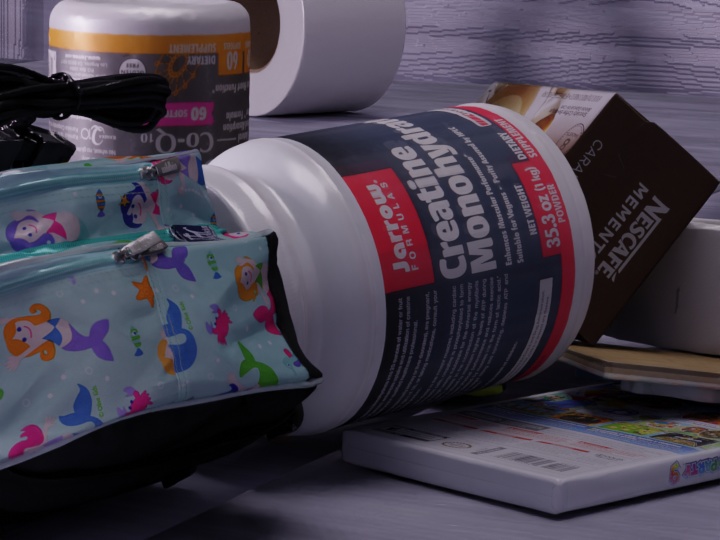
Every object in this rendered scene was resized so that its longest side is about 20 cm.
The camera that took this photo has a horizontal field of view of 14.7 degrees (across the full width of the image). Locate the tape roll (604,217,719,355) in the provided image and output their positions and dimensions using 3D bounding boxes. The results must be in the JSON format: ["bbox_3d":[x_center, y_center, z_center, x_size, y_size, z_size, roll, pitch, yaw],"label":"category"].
[{"bbox_3d":[0.235,0.011,1.566,0.202,0.071,0.202,6,3,0],"label":"tape roll"}]

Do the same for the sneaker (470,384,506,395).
[{"bbox_3d":[0.007,0.027,1.516,0.081,0.074,0.200,-8,9,-22],"label":"sneaker"}]

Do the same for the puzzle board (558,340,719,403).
[{"bbox_3d":[0.198,0.057,1.428,0.199,0.017,0.151,7,2,-12],"label":"puzzle board"}]

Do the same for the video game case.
[{"bbox_3d":[0.111,0.082,1.334,0.200,0.018,0.143,-7,12,-42],"label":"video game case"}]

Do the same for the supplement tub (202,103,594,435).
[{"bbox_3d":[0.000,0.000,1.334,0.200,0.141,0.140,-12,15,-38],"label":"supplement tub"}]

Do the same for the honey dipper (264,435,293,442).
[{"bbox_3d":[-0.079,0.054,1.438,0.038,0.038,0.200,-3,11,-27],"label":"honey dipper"}]

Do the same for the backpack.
[{"bbox_3d":[-0.138,0.036,1.165,0.177,0.151,0.200,-23,-1,41],"label":"backpack"}]

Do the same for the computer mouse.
[{"bbox_3d":[-0.188,-0.039,1.224,0.200,0.046,0.140,-22,-14,37],"label":"computer mouse"}]

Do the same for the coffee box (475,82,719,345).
[{"bbox_3d":[0.098,-0.035,1.526,0.080,0.114,0.200,40,-5,-16],"label":"coffee box"}]

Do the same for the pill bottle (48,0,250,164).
[{"bbox_3d":[-0.120,-0.053,1.586,0.116,0.201,0.116,0,9,0],"label":"pill bottle"}]

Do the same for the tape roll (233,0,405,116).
[{"bbox_3d":[-0.063,-0.269,2.997,0.139,0.204,0.202,-6,11,-36],"label":"tape roll"}]
